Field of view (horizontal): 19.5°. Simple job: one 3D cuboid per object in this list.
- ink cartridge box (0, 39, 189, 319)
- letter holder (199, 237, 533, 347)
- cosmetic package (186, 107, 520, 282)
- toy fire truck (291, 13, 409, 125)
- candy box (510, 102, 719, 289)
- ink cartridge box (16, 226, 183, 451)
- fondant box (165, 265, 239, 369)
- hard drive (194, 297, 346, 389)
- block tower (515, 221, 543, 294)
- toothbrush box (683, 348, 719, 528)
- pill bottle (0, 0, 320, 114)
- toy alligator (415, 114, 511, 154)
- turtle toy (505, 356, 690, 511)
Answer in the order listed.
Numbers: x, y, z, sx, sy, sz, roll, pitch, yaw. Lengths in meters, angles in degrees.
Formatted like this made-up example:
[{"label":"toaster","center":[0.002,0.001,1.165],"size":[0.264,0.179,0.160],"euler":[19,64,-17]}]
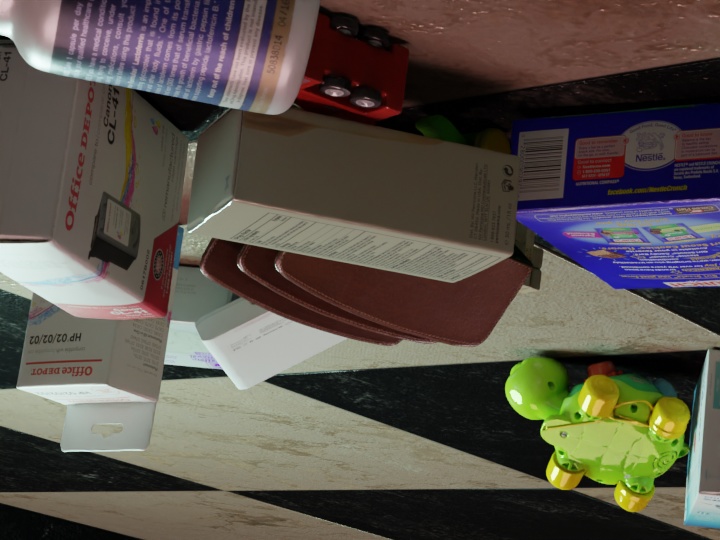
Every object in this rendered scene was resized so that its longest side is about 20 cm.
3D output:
[{"label":"ink cartridge box","center":[-0.202,-0.060,1.497],"size":[0.085,0.149,0.200],"euler":[2,165,17]},{"label":"letter holder","center":[0.000,0.000,1.558],"size":[0.199,0.143,0.101],"euler":[22,-162,-34]},{"label":"cosmetic package","center":[-0.005,-0.051,1.392],"size":[0.199,0.072,0.105],"euler":[11,165,-22]},{"label":"toy fire truck","center":[-0.045,-0.125,1.370],"size":[0.199,0.049,0.141],"euler":[17,162,-35]},{"label":"candy box","center":[0.220,-0.048,1.481],"size":[0.168,0.078,0.200],"euler":[-2,162,28]},{"label":"ink cartridge box","center":[-0.230,0.053,1.832],"size":[0.115,0.201,0.068],"euler":[-5,161,38]},{"label":"fondant box","center":[-0.179,0.047,2.068],"size":[0.143,0.059,0.200],"euler":[5,166,8]},{"label":"hard drive","center":[-0.077,0.054,1.989],"size":[0.131,0.027,0.200],"euler":[-26,163,-1]},{"label":"block tower","center":[0.052,-0.030,1.674],"size":[0.199,0.054,0.058],"euler":[18,161,-33]},{"label":"toothbrush box","center":[0.377,0.175,2.108],"size":[0.085,0.147,0.200],"euler":[5,166,5]},{"label":"pill bottle","center":[-0.126,-0.158,1.152],"size":[0.199,0.117,0.116],"euler":[9,165,-10]},{"label":"toy alligator","center":[0.105,-0.059,1.534],"size":[0.059,0.055,0.200],"euler":[-5,161,40]},{"label":"turtle toy","center":[0.243,0.149,2.145],"size":[0.199,0.101,0.146],"euler":[18,128,-2]}]
